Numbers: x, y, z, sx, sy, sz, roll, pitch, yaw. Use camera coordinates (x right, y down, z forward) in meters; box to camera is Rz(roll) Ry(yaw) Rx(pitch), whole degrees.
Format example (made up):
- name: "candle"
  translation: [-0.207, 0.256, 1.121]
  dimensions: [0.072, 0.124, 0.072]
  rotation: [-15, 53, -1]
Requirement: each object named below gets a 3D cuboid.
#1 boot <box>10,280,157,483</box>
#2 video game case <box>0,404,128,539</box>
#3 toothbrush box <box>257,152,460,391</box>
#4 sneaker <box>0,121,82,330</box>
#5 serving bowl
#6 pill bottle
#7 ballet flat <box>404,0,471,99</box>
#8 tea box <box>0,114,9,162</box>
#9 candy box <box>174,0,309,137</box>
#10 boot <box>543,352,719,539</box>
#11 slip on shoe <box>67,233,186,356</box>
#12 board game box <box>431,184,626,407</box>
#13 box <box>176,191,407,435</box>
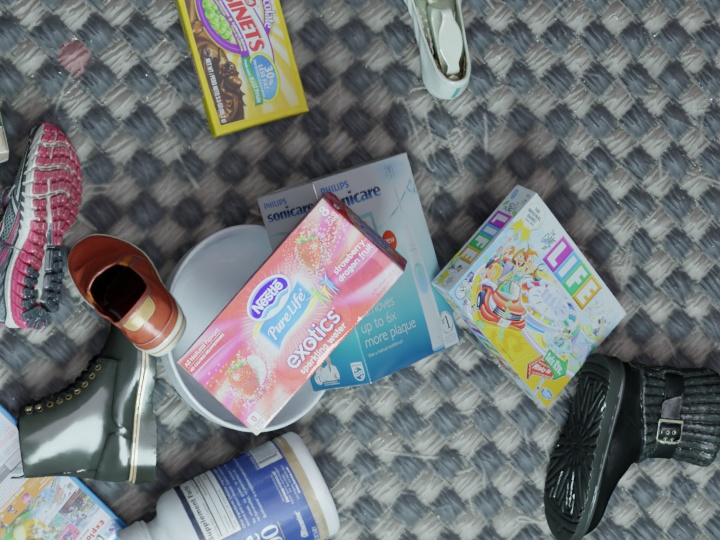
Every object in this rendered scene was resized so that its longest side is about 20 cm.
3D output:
- name: "boot"
  translation: [-0.267, 0.106, 1.488]
  dimensions: [0.138, 0.077, 0.201]
  rotation: [-1, 85, -14]
- name: "video game case"
  translation: [-0.345, 0.235, 1.506]
  dimensions: [0.200, 0.018, 0.143]
  rotation: [46, 81, -10]
- name: "toothbrush box"
  translation: [0.000, 0.000, 1.517]
  dimensions: [0.146, 0.085, 0.201]
  rotation: [-20, 95, -47]
- name: "sneaker"
  translation: [-0.323, -0.046, 1.480]
  dimensions: [0.074, 0.081, 0.201]
  rotation: [6, 78, 25]
- name: "serving bowl"
  translation: [-0.118, 0.058, 1.518]
  dimensions: [0.199, 0.066, 0.201]
  rotation: [4, 84, -35]
- name: "pill bottle"
  translation: [-0.130, 0.248, 1.508]
  dimensions: [0.199, 0.111, 0.111]
  rotation: [-25, 96, -12]
- name: "ballet flat"
  translation: [0.078, -0.275, 1.573]
  dimensions: [0.069, 0.069, 0.201]
  rotation: [-14, 94, -13]
- name: "tea box"
  translation: [-0.441, -0.176, 1.418]
  dimensions: [0.199, 0.134, 0.198]
  rotation: [-13, 93, -12]
- name: "candy box"
  translation: [-0.125, -0.243, 1.546]
  dimensions: [0.102, 0.026, 0.201]
  rotation: [-17, 95, -16]
- name: "boot"
  translation: [0.292, 0.194, 1.624]
  dimensions: [0.157, 0.079, 0.212]
  rotation: [13, 100, -25]
- name: "slip on shoe"
  translation: [-0.228, 0.012, 1.444]
  dimensions: [0.074, 0.200, 0.061]
  rotation: [-48, 129, -1]
- name: "board game box"
  translation: [0.175, 0.028, 1.575]
  dimensions: [0.135, 0.034, 0.200]
  rotation: [-49, 125, -9]
- name: "box"
  translation: [-0.060, 0.036, 1.395]
  dimensions: [0.103, 0.095, 0.200]
  rotation: [43, 97, -1]
